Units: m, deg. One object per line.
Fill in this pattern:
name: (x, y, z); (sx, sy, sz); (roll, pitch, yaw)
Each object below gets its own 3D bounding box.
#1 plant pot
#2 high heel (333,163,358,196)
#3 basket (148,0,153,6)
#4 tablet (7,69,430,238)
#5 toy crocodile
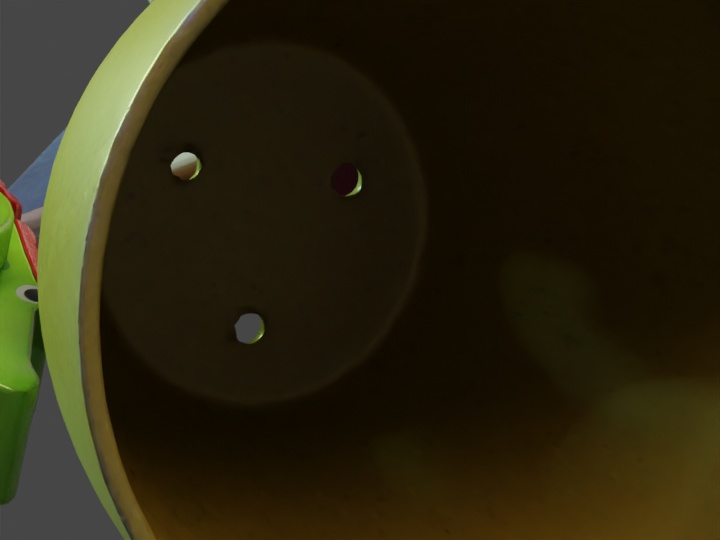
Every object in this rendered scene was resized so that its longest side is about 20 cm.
plant pot: (-0.001, -0.004, 0.743); (0.199, 0.201, 0.142); (-1, 9, -26)
high heel: (0.000, 0.000, 0.882); (0.200, 0.096, 0.067); (-34, 16, -30)
basket: (0.037, -0.153, 1.029); (0.197, 0.201, 0.161); (3, 29, -18)
tablet: (-0.016, -0.058, 0.890); (0.199, 0.014, 0.130); (-21, 15, 20)
toy crocodile: (-0.116, -0.007, 0.808); (0.062, 0.068, 0.200); (1, 27, -23)
